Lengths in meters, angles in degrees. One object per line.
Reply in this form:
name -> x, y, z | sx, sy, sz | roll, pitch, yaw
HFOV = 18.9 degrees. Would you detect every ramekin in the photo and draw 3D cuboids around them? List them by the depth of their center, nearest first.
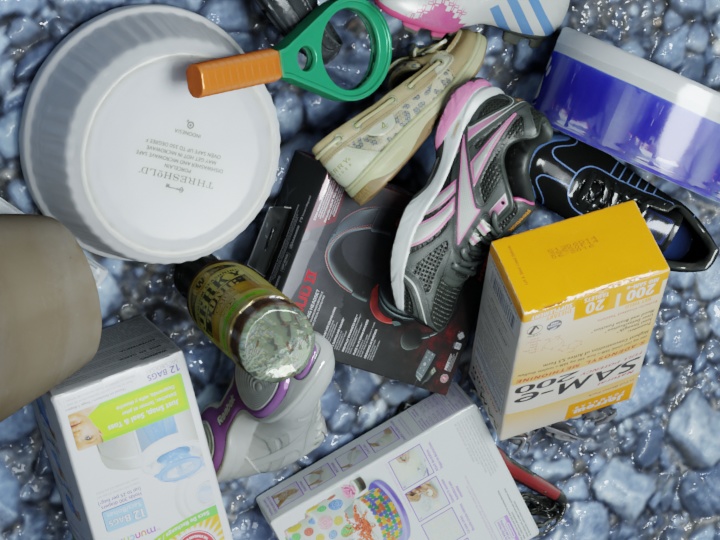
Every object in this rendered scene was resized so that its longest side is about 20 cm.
ramekin -> -0.152, -0.098, 1.647 | 0.201, 0.094, 0.204 | -7, 107, -24

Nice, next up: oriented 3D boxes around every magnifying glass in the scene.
magnifying glass -> -0.051, -0.159, 1.630 | 0.199, 0.022, 0.080 | -18, 106, -44

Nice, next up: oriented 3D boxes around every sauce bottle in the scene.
sauce bottle -> -0.096, 0.029, 1.649 | 0.064, 0.200, 0.065 | -6, 106, -22

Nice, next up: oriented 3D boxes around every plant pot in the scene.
plant pot -> -0.291, 0.035, 1.579 | 0.173, 0.200, 0.201 | -18, 112, -32

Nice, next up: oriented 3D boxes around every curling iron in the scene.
curling iron -> 0.108, 0.171, 1.882 | 0.200, 0.026, 0.050 | 39, 84, -28

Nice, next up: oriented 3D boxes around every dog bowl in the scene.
dog bowl -> 0.241, -0.123, 1.760 | 0.199, 0.200, 0.079 | 21, 97, -28

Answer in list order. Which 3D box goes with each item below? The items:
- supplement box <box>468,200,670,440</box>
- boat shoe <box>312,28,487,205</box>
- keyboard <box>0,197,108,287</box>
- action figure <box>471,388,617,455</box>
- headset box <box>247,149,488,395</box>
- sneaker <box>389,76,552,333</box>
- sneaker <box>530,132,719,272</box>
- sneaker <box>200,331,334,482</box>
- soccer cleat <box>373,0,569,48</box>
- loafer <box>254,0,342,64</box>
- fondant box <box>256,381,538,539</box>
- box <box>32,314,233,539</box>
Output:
supplement box -> 0.163, 0.043, 1.717 | 0.125, 0.074, 0.200 | -17, 150, -12
boat shoe -> 0.036, -0.136, 1.708 | 0.063, 0.073, 0.200 | 41, 50, -5
keyboard -> -0.285, -0.028, 1.656 | 0.200, 0.011, 0.056 | 36, 93, -28
action figure -> 0.177, 0.071, 1.863 | 0.130, 0.069, 0.201 | 26, 96, -33
headset box -> 0.000, 0.000, 1.755 | 0.199, 0.075, 0.149 | 19, 96, -28
sneaker -> 0.089, -0.045, 1.677 | 0.080, 0.086, 0.201 | 4, 105, -59
sneaker -> 0.221, -0.057, 1.839 | 0.199, 0.078, 0.070 | 25, 93, -28
sneaker -> -0.061, 0.103, 1.722 | 0.099, 0.200, 0.075 | 0, 60, -31
soccer cleat -> 0.093, -0.231, 1.716 | 0.199, 0.070, 0.087 | -1, 127, -44
loafer -> -0.066, -0.247, 1.655 | 0.070, 0.068, 0.201 | -32, 113, 6
fondant box -> 0.032, 0.207, 1.827 | 0.199, 0.058, 0.145 | -30, 115, -6
box -> -0.181, 0.155, 1.702 | 0.112, 0.101, 0.201 | -20, 112, -18
